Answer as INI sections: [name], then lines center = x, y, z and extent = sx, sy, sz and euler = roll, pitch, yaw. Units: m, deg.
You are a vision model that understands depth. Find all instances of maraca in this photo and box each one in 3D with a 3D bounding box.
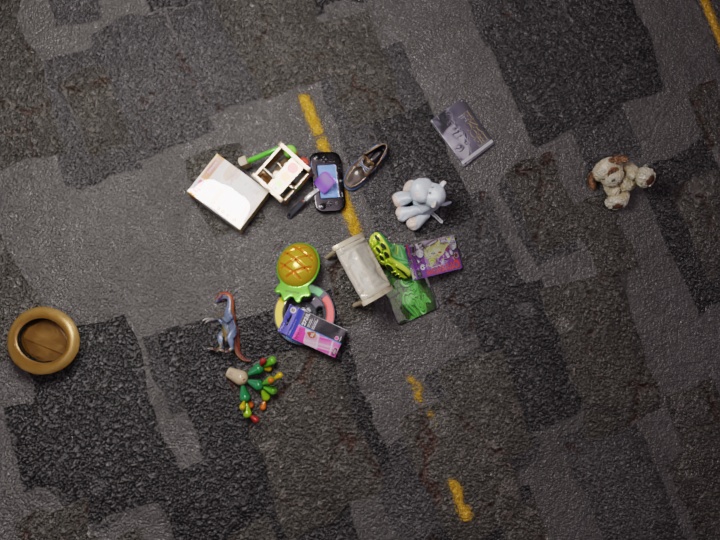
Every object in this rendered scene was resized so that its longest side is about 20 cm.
[maraca]
center = -0.199, 0.005, 1.654
extent = 0.136, 0.107, 0.201
euler = 5, 68, 9

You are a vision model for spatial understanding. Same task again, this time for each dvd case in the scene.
[dvd case]
center = 0.361, -0.487, 1.863
extent = 0.148, 0.016, 0.200
euler = -37, 92, -12

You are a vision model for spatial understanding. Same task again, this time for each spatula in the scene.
[spatula]
center = -0.166, -0.239, 1.709
extent = 0.200, 0.021, 0.057
euler = -42, 82, 7

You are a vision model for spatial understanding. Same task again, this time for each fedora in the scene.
[fedora]
center = -0.903, 0.202, 1.525
extent = 0.199, 0.082, 0.202
euler = 1, 82, -5

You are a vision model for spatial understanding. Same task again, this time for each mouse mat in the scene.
[mouse mat]
center = 0.161, 0.064, 1.775
extent = 0.160, 0.008, 0.201
euler = -23, 90, -12

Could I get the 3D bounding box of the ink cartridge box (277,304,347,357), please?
[ink cartridge box]
center = -0.149, 0.190, 1.656
extent = 0.199, 0.037, 0.095
euler = 26, 84, -12

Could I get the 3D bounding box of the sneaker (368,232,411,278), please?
[sneaker]
center = 0.098, -0.056, 1.723
extent = 0.200, 0.074, 0.084
euler = 46, 43, -28

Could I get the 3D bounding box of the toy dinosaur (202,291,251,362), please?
[toy dinosaur]
center = -0.416, 0.166, 1.642
extent = 0.200, 0.105, 0.182
euler = 36, 61, -43

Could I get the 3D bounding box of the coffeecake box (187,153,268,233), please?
[coffeecake box]
center = -0.414, -0.241, 1.664
extent = 0.200, 0.073, 0.154
euler = 36, 79, -5

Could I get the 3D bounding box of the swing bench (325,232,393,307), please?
[swing bench]
center = 0.000, 0.000, 1.652
extent = 0.129, 0.200, 0.200
euler = -28, 89, -12

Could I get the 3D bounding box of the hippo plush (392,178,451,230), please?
[hippo plush]
center = 0.209, -0.218, 1.733
extent = 0.199, 0.161, 0.160
euler = 26, 80, -7

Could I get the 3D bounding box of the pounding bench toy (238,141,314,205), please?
[pounding bench toy]
center = -0.264, -0.332, 1.659
extent = 0.200, 0.124, 0.156
euler = 42, 92, -2

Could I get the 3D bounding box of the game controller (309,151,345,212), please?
[game controller]
center = -0.108, -0.292, 1.740
extent = 0.104, 0.042, 0.201
euler = -6, 86, -6

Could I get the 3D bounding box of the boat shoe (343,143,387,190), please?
[boat shoe]
center = 0.015, -0.353, 1.755
extent = 0.072, 0.072, 0.200
euler = 39, 79, -4

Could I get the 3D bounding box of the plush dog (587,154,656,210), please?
[plush dog]
center = 0.917, -0.344, 1.891
extent = 0.171, 0.200, 0.161
euler = 23, 47, -17

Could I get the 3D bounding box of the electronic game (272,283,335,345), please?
[electronic game]
center = -0.179, 0.139, 1.686
extent = 0.199, 0.042, 0.201
euler = 1, 84, -10

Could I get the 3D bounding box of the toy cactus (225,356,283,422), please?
[toy cactus]
center = -0.336, 0.349, 1.619
extent = 0.164, 0.102, 0.201
euler = 23, 89, 2

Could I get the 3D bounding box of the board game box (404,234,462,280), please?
[board game box]
center = 0.244, -0.045, 1.761
extent = 0.199, 0.032, 0.121
euler = -13, 91, -31
